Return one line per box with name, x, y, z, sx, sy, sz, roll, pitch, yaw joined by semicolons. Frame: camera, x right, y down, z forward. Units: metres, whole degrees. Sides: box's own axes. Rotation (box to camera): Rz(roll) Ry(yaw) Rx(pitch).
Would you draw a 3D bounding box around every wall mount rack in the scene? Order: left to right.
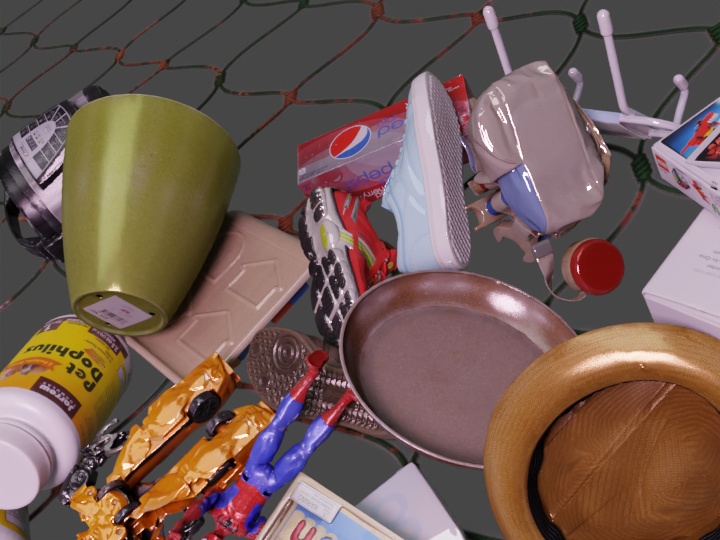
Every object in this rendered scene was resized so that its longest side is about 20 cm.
wall mount rack;0.198;-0.170;0.822;0.200;0.173;0.075;16;93;43

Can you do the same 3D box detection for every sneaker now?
sneaker;-0.015;0.101;0.787;0.200;0.075;0.071;18;91;43
sneaker;0.000;0.000;0.872;0.077;0.085;0.201;124;143;-48
sneaker;0.051;-0.091;0.879;0.082;0.074;0.201;-12;70;28

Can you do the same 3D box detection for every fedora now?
fedora;0.179;0.122;0.591;0.200;0.201;0.082;-14;4;24

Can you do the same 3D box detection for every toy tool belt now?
toy tool belt;0.152;-0.070;0.798;0.124;0.201;0.123;-24;1;-12

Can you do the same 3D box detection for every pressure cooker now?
pressure cooker;-0.352;-0.107;1.147;0.200;0.179;0.176;-37;9;-1

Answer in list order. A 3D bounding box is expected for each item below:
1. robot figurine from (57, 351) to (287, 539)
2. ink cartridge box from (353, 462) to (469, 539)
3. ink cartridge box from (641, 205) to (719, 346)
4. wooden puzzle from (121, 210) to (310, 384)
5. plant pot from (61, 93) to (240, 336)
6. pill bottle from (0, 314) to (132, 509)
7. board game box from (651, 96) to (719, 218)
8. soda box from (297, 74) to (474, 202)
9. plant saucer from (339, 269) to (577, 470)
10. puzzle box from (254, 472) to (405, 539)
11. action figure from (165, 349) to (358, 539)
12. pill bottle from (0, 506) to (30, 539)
robot figurine;-0.167;0.176;0.812;0.200;0.058;0.145;-43;57;-10
ink cartridge box;0.024;0.251;0.625;0.160;0.047;0.200;-37;38;-1
ink cartridge box;0.289;-0.002;0.609;0.200;0.145;0.084;-49;41;-16
wooden puzzle;-0.144;0.032;0.966;0.200;0.046;0.185;-44;41;-17
plant pot;-0.226;-0.041;0.942;0.186;0.187;0.201;-13;55;25
pill bottle;-0.300;0.132;0.878;0.109;0.110;0.200;-21;21;17
board game box;0.296;-0.096;0.554;0.200;0.035;0.126;-35;39;0
soda box;0.033;-0.128;0.978;0.199;0.063;0.070;-20;43;17
plant saucer;0.080;0.076;0.703;0.199;0.032;0.201;8;41;-7
puzzle box;-0.003;0.238;0.612;0.200;0.025;0.133;24;72;35
action figure;-0.079;0.163;0.708;0.200;0.065;0.099;-55;-2;19
pill bottle;-0.366;0.246;0.853;0.114;0.114;0.200;-34;39;1
